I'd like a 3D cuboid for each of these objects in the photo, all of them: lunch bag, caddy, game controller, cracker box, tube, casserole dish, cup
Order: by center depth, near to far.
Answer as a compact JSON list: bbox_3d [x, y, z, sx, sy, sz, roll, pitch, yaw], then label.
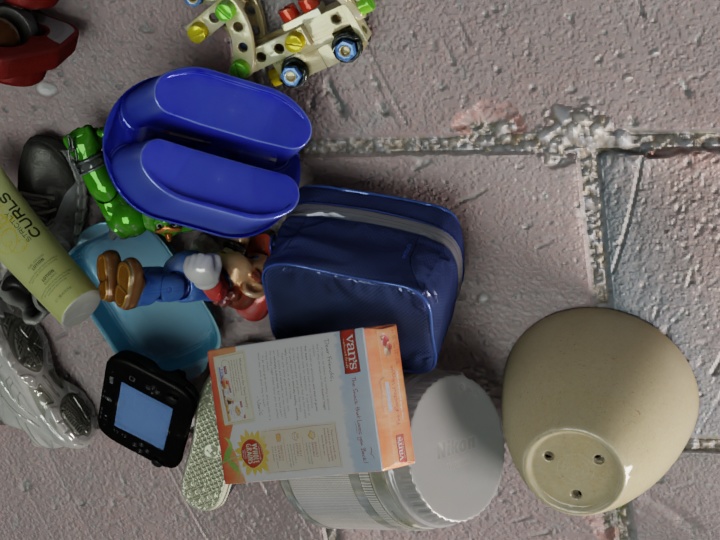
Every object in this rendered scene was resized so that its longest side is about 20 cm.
[{"bbox_3d":[-0.142,-0.110,1.677,0.199,0.142,0.105,15,168,-21],"label":"caddy"},{"bbox_3d":[-0.049,0.129,1.698,0.199,0.058,0.135,-9,87,38],"label":"cracker box"},{"bbox_3d":[0.000,0.000,1.738,0.199,0.133,0.136,12,140,14],"label":"lunch bag"},{"bbox_3d":[0.223,0.158,1.740,0.199,0.143,0.201,8,121,14],"label":"cup"},{"bbox_3d":[-0.341,-0.027,1.785,0.200,0.058,0.052,46,138,20],"label":"tube"},{"bbox_3d":[-0.226,0.027,1.874,0.121,0.039,0.200,-24,111,19],"label":"casserole dish"},{"bbox_3d":[-0.231,0.151,1.912,0.104,0.042,0.200,20,148,-1],"label":"game controller"}]

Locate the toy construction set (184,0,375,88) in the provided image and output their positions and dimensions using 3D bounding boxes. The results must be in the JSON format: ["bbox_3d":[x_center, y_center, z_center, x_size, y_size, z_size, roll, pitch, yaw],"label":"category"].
[{"bbox_3d":[-0.064,-0.241,1.654,0.199,0.092,0.131,-16,112,38],"label":"toy construction set"}]

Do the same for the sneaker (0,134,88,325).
[{"bbox_3d":[-0.335,-0.032,1.842,0.075,0.116,0.201,8,121,15],"label":"sneaker"}]

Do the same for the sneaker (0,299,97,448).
[{"bbox_3d":[-0.384,0.125,1.974,0.099,0.078,0.200,-19,110,31],"label":"sneaker"}]

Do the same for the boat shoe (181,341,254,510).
[{"bbox_3d":[-0.140,0.164,1.920,0.074,0.062,0.201,23,108,11],"label":"boat shoe"}]

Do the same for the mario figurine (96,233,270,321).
[{"bbox_3d":[-0.159,-0.011,1.774,0.124,0.199,0.106,60,137,35],"label":"mario figurine"}]

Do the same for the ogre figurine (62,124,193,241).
[{"bbox_3d":[-0.188,-0.094,1.774,0.199,0.098,0.120,-10,105,-12],"label":"ogre figurine"}]

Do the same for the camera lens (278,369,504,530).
[{"bbox_3d":[0.024,0.181,1.786,0.200,0.160,0.160,-6,118,44],"label":"camera lens"}]

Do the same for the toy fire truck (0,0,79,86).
[{"bbox_3d":[-0.385,-0.235,1.714,0.199,0.168,0.112,22,123,6],"label":"toy fire truck"}]
